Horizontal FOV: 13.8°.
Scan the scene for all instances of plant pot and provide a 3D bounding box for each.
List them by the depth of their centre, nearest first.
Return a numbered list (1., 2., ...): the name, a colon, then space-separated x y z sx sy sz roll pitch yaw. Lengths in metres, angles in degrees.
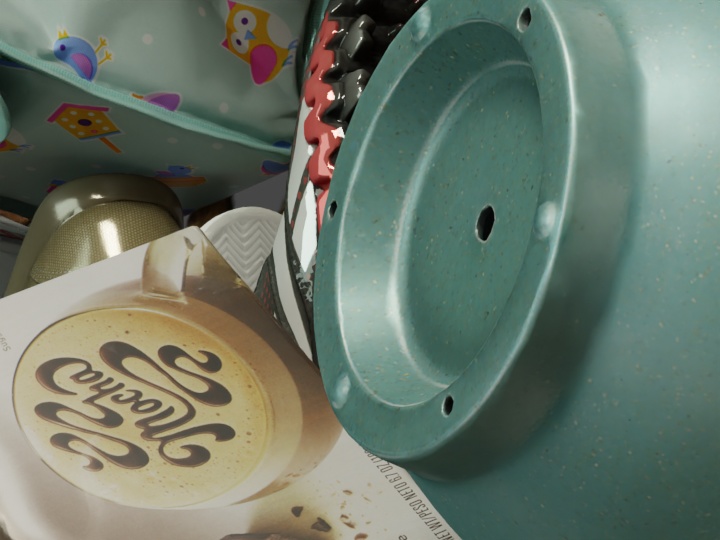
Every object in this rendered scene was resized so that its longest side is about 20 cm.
1. plant pot: 0.072 0.001 0.722 0.200 0.134 0.200 -37 46 52

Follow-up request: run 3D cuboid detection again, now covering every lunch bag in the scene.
1. lunch bag: -0.130 -0.090 1.082 0.170 0.200 0.122 -19 61 58

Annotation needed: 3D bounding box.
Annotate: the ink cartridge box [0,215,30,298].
1. ink cartridge box: -0.206 0.008 1.210 0.200 0.175 0.084 19 95 64

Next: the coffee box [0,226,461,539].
1. coffee box: -0.041 0.093 0.828 0.200 0.113 0.080 49 146 32

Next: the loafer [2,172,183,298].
1. loafer: -0.109 0.057 1.089 0.067 0.076 0.200 -107 26 -48

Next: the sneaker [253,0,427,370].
1. sneaker: 0.000 0.000 0.931 0.098 0.071 0.201 -36 48 49

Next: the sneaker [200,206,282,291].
1. sneaker: -0.067 0.083 1.019 0.116 0.074 0.200 -20 61 55
